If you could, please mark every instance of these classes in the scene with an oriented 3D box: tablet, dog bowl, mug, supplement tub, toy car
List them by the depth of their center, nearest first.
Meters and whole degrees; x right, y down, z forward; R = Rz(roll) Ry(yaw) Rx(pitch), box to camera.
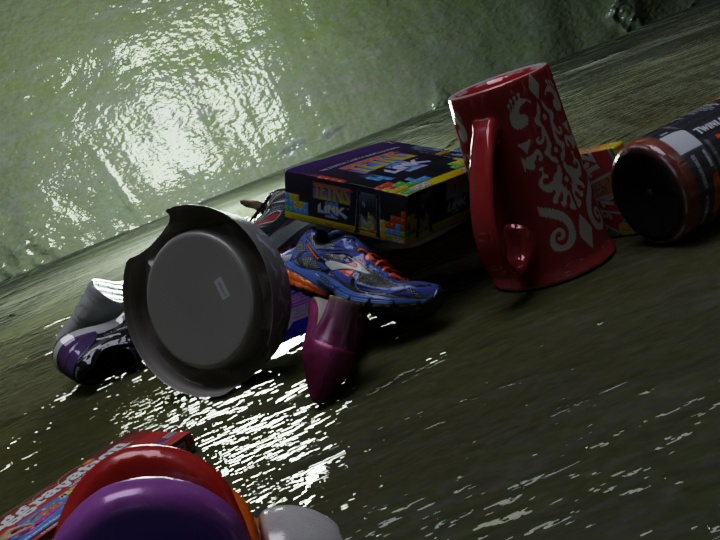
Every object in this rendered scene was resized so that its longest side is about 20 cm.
[{"bbox_3d":[-0.086,0.160,0.454,0.173,0.152,0.200,-22,13,-7],"label":"toy car"},{"bbox_3d":[0.169,-0.093,0.983,0.131,0.203,0.178,-17,12,11],"label":"mug"},{"bbox_3d":[0.355,-0.113,0.983,0.198,0.108,0.107,-27,14,-23],"label":"supplement tub"},{"bbox_3d":[-0.159,0.029,1.037,0.197,0.204,0.058,-13,0,29],"label":"dog bowl"},{"bbox_3d":[0.018,-0.038,1.117,0.198,0.014,0.130,-6,15,38],"label":"tablet"}]

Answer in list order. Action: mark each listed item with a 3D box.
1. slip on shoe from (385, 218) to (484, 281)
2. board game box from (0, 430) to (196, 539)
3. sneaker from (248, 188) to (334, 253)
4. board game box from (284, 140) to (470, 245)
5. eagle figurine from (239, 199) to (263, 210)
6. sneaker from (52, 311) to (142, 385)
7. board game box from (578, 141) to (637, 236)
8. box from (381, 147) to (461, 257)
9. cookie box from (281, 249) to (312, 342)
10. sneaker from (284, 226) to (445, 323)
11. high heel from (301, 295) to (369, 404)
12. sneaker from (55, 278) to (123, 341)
[{"bbox_3d":[0.071,-0.019,1.152,0.197,0.061,0.076,-15,14,26],"label":"slip on shoe"},{"bbox_3d":[-0.247,0.198,0.856,0.102,0.020,0.199,-10,17,45],"label":"board game box"},{"bbox_3d":[-0.105,-0.056,1.178,0.198,0.076,0.081,-25,3,6],"label":"sneaker"},{"bbox_3d":[0.039,-0.092,1.079,0.163,0.058,0.199,15,24,33],"label":"board game box"},{"bbox_3d":[-0.068,-0.069,1.403,0.150,0.153,0.200,-36,-2,9],"label":"eagle figurine"},{"bbox_3d":[-0.296,0.096,1.287,0.199,0.077,0.087,-30,35,-32],"label":"sneaker"},{"bbox_3d":[0.216,-0.079,1.090,0.030,0.097,0.198,-30,15,-37],"label":"board game box"},{"bbox_3d":[0.098,-0.098,1.362,0.197,0.040,0.138,-20,40,1],"label":"box"},{"bbox_3d":[-0.109,0.030,1.195,0.169,0.076,0.200,-21,13,-13],"label":"cookie box"},{"bbox_3d":[0.000,0.000,1.009,0.198,0.080,0.075,15,-5,32],"label":"sneaker"},{"bbox_3d":[-0.030,0.080,0.965,0.066,0.097,0.200,19,-6,-6],"label":"high heel"},{"bbox_3d":[-0.354,0.080,1.386,0.116,0.073,0.200,-53,-20,5],"label":"sneaker"}]
